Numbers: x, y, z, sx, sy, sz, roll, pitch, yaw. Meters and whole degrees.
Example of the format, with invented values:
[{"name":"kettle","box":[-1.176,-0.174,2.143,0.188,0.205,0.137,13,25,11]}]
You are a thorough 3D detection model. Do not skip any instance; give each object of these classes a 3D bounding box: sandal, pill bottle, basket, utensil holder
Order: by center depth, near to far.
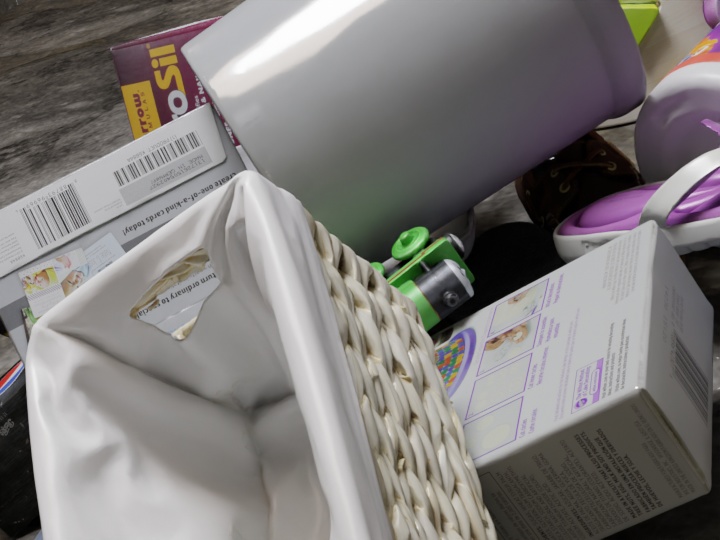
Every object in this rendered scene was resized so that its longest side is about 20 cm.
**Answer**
[{"name":"basket","box":[-0.031,0.090,0.578,0.135,0.123,0.201,-33,53,22]},{"name":"sandal","box":[0.170,-0.046,0.743,0.202,0.050,0.082,-19,16,41]},{"name":"sandal","box":[0.101,0.029,0.818,0.076,0.043,0.200,-38,30,-6]},{"name":"utensil holder","box":[0.027,-0.107,0.828,0.199,0.170,0.170,-34,22,-2]},{"name":"pill bottle","box":[0.247,-0.107,0.855,0.111,0.112,0.200,-2,32,47]}]

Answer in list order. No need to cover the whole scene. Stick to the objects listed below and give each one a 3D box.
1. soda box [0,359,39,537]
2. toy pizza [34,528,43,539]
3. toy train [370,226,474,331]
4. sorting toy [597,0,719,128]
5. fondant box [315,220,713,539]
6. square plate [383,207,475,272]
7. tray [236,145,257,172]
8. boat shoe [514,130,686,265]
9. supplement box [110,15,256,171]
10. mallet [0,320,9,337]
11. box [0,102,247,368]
[{"name":"soda box","box":[-0.160,0.065,0.909,0.200,0.071,0.063,-40,19,14]},{"name":"toy pizza","box":[-0.151,0.171,0.684,0.201,0.032,0.200,-55,10,15]},{"name":"toy train","box":[-0.025,0.052,0.749,0.200,0.042,0.056,-39,26,0]},{"name":"sorting toy","box":[0.213,-0.222,1.060,0.199,0.181,0.107,-34,23,-19]},{"name":"fondant box","box":[0.058,0.074,0.682,0.199,0.058,0.145,-28,19,26]},{"name":"square plate","box":[0.000,0.000,0.947,0.198,0.028,0.200,-38,16,19]},{"name":"tray","box":[-0.116,-0.020,1.000,0.199,0.022,0.108,-14,58,38]},{"name":"boat shoe","box":[0.130,-0.044,0.902,0.070,0.071,0.200,-24,23,-4]},{"name":"supplement box","box":[-0.058,-0.121,1.019,0.199,0.111,0.086,-6,13,36]},{"name":"mallet","box":[-0.209,0.045,0.965,0.066,0.200,0.041,-23,63,29]},{"name":"box","box":[-0.102,0.034,0.821,0.155,0.201,0.041,-28,-9,-5]}]
